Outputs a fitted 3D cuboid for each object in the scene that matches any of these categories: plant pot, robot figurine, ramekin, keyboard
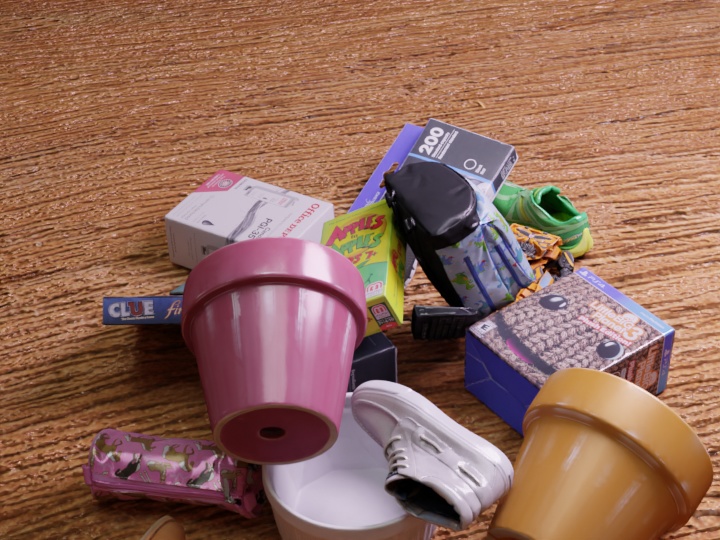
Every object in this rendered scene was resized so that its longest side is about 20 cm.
[{"bbox_3d":[0.228,0.234,1.237,0.199,0.201,0.183,24,59,30],"label":"plant pot"},{"bbox_3d":[0.208,0.005,1.632,0.144,0.059,0.200,18,42,22],"label":"robot figurine"},{"bbox_3d":[-0.004,0.236,1.298,0.199,0.106,0.201,-1,38,1],"label":"ramekin"},{"bbox_3d":[0.076,0.066,1.477,0.126,0.200,0.021,3,78,2],"label":"keyboard"},{"bbox_3d":[-0.088,0.094,1.260,0.198,0.201,0.180,-3,53,-2],"label":"plant pot"}]

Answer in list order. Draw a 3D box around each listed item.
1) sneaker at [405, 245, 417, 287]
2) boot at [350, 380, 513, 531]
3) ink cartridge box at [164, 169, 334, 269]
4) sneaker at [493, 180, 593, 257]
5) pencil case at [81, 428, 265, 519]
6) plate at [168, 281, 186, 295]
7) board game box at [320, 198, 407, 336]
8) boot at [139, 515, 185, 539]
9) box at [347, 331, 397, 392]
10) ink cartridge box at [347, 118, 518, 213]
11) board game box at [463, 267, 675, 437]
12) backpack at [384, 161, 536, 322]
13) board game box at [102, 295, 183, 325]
[{"bbox_3d":[0.054,-0.048,1.646,0.066,0.091,0.201,22,66,30],"label":"sneaker"},{"bbox_3d":[0.049,0.184,1.215,0.199,0.074,0.095,25,39,30],"label":"boot"},{"bbox_3d":[-0.152,-0.053,1.704,0.199,0.083,0.147,18,41,24],"label":"ink cartridge box"},{"bbox_3d":[0.258,-0.094,1.739,0.074,0.084,0.200,-29,43,-31],"label":"sneaker"},{"bbox_3d":[-0.203,0.225,1.343,0.198,0.087,0.083,5,69,10],"label":"pencil case"},{"bbox_3d":[-0.142,0.014,1.521,0.199,0.026,0.200,-4,-1,0],"label":"plate"},{"bbox_3d":[0.000,0.000,1.449,0.101,0.048,0.201,-20,33,19],"label":"board game box"},{"bbox_3d":[-0.158,0.338,1.163,0.154,0.074,0.201,6,52,13],"label":"boot"},{"bbox_3d":[-0.076,0.121,1.451,0.199,0.108,0.149,-19,40,-20],"label":"box"},{"bbox_3d":[0.098,-0.127,1.767,0.199,0.043,0.199,21,67,28],"label":"ink cartridge box"},{"bbox_3d":[0.250,0.107,1.464,0.199,0.097,0.159,-25,43,-27],"label":"board game box"},{"bbox_3d":[0.128,-0.028,1.479,0.153,0.201,0.163,-23,35,-9],"label":"backpack"},{"bbox_3d":[-0.235,0.049,1.517,0.134,0.035,0.200,-1,-2,0],"label":"board game box"}]
